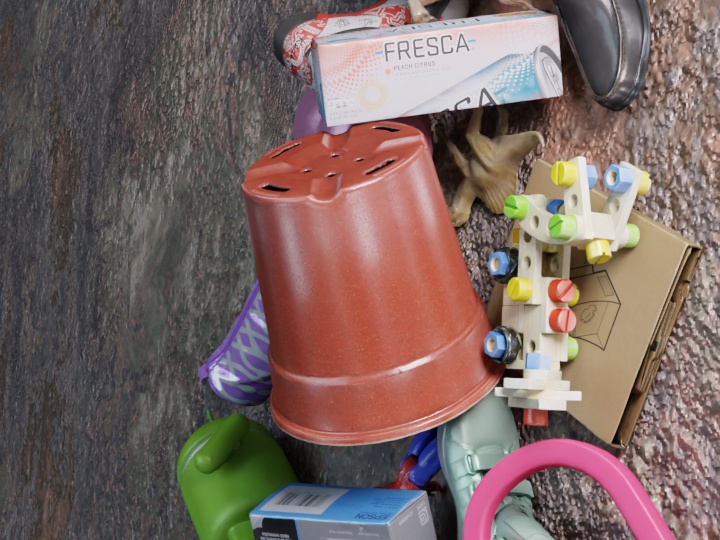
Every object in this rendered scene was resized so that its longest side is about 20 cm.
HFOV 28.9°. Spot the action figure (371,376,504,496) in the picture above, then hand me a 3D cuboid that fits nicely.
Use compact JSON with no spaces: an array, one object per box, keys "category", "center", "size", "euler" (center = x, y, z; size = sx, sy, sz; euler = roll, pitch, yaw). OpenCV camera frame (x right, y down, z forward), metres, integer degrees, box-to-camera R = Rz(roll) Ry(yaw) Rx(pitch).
[{"category":"action figure","center":[0.070,0.175,1.195],"size":[0.201,0.099,0.065],"euler":[-54,31,3]}]

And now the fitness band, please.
[{"category":"fitness band","center":[0.155,0.217,0.981],"size":[0.143,0.037,0.201],"euler":[-36,65,16]}]

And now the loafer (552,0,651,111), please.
[{"category":"loafer","center":[0.174,-0.218,1.097],"size":[0.073,0.072,0.202],"euler":[-40,50,47]}]

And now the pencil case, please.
[{"category":"pencil case","center":[-0.095,0.054,1.473],"size":[0.201,0.085,0.084],"euler":[-61,34,32]}]

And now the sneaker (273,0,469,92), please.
[{"category":"sneaker","center":[0.033,-0.196,1.233],"size":[0.108,0.200,0.068],"euler":[47,145,44]}]

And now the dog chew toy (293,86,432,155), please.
[{"category":"dog chew toy","center":[0.009,-0.120,1.279],"size":[0.200,0.123,0.126],"euler":[-133,57,-69]}]

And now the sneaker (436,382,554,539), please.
[{"category":"sneaker","center":[0.119,0.176,1.083],"size":[0.118,0.073,0.203],"euler":[166,100,-64]}]

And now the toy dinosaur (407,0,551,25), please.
[{"category":"toy dinosaur","center":[0.086,-0.277,1.191],"size":[0.086,0.198,0.136],"euler":[89,170,-51]}]

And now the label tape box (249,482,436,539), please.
[{"category":"label tape box","center":[0.000,0.281,1.152],"size":[0.142,0.066,0.202],"euler":[-3,104,34]}]

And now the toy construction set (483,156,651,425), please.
[{"category":"toy construction set","center":[0.145,0.020,1.034],"size":[0.131,0.092,0.202],"euler":[-4,68,58]}]

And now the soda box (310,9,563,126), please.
[{"category":"soda box","center":[0.061,-0.166,1.138],"size":[0.064,0.198,0.069],"euler":[-111,14,-74]}]

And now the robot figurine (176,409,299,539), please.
[{"category":"robot figurine","center":[-0.120,0.232,1.437],"size":[0.200,0.115,0.177],"euler":[-124,21,-48]}]

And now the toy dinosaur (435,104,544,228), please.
[{"category":"toy dinosaur","center":[0.115,-0.102,1.203],"size":[0.200,0.058,0.102],"euler":[-43,61,58]}]

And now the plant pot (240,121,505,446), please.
[{"category":"plant pot","center":[0.000,0.000,1.102],"size":[0.200,0.199,0.197],"euler":[28,137,58]}]

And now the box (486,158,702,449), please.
[{"category":"box","center":[0.171,0.021,1.090],"size":[0.200,0.021,0.165],"euler":[40,116,55]}]

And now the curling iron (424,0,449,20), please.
[{"category":"curling iron","center":[0.070,-0.264,1.244],"size":[0.025,0.050,0.201],"euler":[-24,35,41]}]
